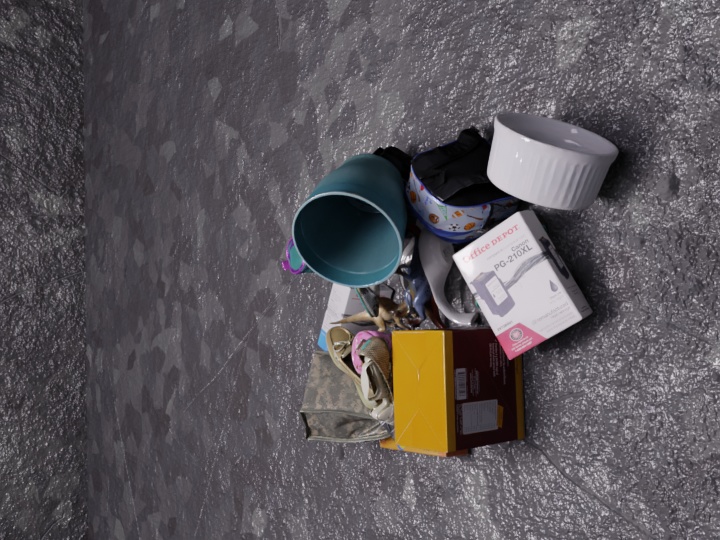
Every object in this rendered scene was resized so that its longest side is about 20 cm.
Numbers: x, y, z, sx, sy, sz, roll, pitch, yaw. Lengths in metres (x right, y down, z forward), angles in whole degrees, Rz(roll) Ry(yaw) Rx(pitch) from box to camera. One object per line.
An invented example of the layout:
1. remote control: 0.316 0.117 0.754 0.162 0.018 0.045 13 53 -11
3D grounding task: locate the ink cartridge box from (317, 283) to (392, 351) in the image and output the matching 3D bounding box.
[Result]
1. ink cartridge box: -0.007 0.082 1.647 0.067 0.115 0.203 37 117 51

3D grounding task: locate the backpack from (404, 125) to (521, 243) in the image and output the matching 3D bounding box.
1. backpack: 0.174 -0.144 1.380 0.201 0.188 0.155 54 141 37

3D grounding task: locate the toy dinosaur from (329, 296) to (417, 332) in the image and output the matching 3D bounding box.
1. toy dinosaur: 0.043 0.094 1.591 0.197 0.102 0.059 -15 38 18

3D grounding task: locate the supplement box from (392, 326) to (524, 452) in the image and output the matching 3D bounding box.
1. supplement box: 0.173 0.201 1.359 0.132 0.198 0.201 -6 84 51

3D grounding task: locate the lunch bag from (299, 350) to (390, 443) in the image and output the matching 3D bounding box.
1. lunch bag: -0.008 0.258 1.570 0.165 0.197 0.119 -79 -14 -46

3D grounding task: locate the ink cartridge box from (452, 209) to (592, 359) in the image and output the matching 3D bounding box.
1. ink cartridge box: 0.267 0.021 1.282 0.144 0.084 0.202 -34 78 27

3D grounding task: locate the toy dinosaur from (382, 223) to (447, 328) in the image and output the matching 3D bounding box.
1. toy dinosaur: 0.110 0.009 1.492 0.105 0.198 0.184 39 112 66

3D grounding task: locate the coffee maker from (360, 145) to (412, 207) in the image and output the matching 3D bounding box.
1. coffee maker: 0.030 -0.130 1.570 0.201 0.133 0.193 -53 23 35

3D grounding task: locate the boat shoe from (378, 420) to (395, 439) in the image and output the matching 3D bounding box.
1. boat shoe: 0.126 0.241 1.465 0.068 0.198 0.074 51 168 13

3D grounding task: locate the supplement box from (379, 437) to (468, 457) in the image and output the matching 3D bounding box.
1. supplement box: 0.121 0.325 1.525 0.199 0.068 0.068 -10 80 54

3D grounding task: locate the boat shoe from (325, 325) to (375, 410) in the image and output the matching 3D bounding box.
1. boat shoe: -0.005 0.180 1.515 0.202 0.072 0.064 59 160 31

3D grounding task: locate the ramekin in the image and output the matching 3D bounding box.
1. ramekin: 0.298 -0.174 1.230 0.200 0.198 0.099 40 126 44

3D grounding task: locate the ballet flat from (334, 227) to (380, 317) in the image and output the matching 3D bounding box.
1. ballet flat: 0.000 0.000 1.503 0.072 0.072 0.202 -15 113 49

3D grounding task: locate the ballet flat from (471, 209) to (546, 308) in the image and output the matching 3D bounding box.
1. ballet flat: 0.257 -0.024 1.378 0.201 0.067 0.069 -54 40 21

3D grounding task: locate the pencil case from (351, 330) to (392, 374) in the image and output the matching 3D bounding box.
1. pencil case: 0.075 0.158 1.481 0.082 0.198 0.088 -27 67 46

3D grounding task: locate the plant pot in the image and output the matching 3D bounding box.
1. plant pot: -0.001 -0.106 1.393 0.200 0.199 0.189 -45 14 39

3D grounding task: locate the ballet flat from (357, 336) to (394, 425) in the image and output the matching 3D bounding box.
1. ballet flat: 0.037 0.217 1.376 0.067 0.075 0.202 2 119 45

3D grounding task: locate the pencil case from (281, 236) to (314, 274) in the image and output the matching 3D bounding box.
1. pencil case: -0.064 -0.030 1.658 0.092 0.198 0.086 -33 64 43

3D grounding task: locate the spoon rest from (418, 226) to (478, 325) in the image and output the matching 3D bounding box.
1. spoon rest: 0.154 0.010 1.437 0.060 0.099 0.202 -14 106 37

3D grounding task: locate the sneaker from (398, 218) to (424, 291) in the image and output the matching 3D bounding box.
1. sneaker: 0.134 -0.038 1.519 0.079 0.073 0.202 36 116 39
